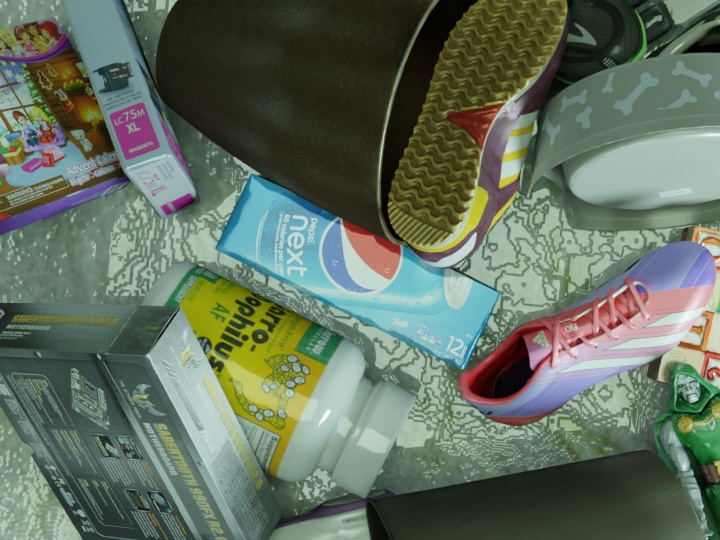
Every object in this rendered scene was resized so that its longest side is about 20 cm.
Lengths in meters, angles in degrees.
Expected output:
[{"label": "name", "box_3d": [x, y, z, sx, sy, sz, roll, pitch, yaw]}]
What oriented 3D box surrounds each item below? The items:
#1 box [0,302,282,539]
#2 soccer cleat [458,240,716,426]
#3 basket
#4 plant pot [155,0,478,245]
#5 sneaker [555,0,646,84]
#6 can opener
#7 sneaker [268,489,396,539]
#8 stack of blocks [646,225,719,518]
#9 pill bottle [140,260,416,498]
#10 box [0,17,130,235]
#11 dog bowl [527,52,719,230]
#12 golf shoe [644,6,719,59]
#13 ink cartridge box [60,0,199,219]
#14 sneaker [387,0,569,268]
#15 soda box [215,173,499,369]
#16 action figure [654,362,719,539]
[{"label": "box", "box_3d": [-0.161, 0.111, 0.933, 0.158, 0.048, 0.200, -1, 129, 28]}, {"label": "soccer cleat", "box_3d": [0.158, 0.045, 0.943, 0.200, 0.076, 0.067, -37, 56, 25]}, {"label": "basket", "box_3d": [0.125, 0.209, 0.920, 0.200, 0.136, 0.180, -17, 100, -10]}, {"label": "plant pot", "box_3d": [-0.036, -0.134, 0.952, 0.200, 0.187, 0.187, 17, 91, 20]}, {"label": "sneaker", "box_3d": [0.128, -0.206, 0.940, 0.077, 0.084, 0.200, -38, 59, 15]}, {"label": "can opener", "box_3d": [0.204, -0.188, 0.987, 0.200, 0.067, 0.053, -32, 87, 17]}, {"label": "sneaker", "box_3d": [-0.055, 0.230, 0.990, 0.200, 0.075, 0.100, -16, 90, 5]}, {"label": "stack of blocks", "box_3d": [0.269, 0.077, 0.972, 0.115, 0.059, 0.200, 13, 91, 5]}, {"label": "pill bottle", "box_3d": [-0.067, 0.083, 0.973, 0.200, 0.113, 0.113, 27, 92, 5]}, {"label": "box", "box_3d": [-0.263, -0.097, 0.954, 0.039, 0.200, 0.137, -34, 87, 40]}, {"label": "dog bowl", "box_3d": [0.210, -0.085, 0.915, 0.200, 0.200, 0.059, -4, 74, 5]}, {"label": "golf shoe", "box_3d": [0.280, -0.163, 0.958, 0.200, 0.088, 0.077, -35, 86, 2]}, {"label": "ink cartridge box", "box_3d": [-0.173, -0.146, 0.965, 0.042, 0.119, 0.200, -24, 77, -3]}, {"label": "sneaker", "box_3d": [0.082, -0.097, 0.904, 0.075, 0.090, 0.200, 27, 84, 21]}, {"label": "soda box", "box_3d": [0.000, 0.000, 0.989, 0.200, 0.068, 0.064, 25, 92, 4]}, {"label": "action figure", "box_3d": [0.259, 0.155, 0.919, 0.118, 0.055, 0.200, -26, 85, 7]}]
